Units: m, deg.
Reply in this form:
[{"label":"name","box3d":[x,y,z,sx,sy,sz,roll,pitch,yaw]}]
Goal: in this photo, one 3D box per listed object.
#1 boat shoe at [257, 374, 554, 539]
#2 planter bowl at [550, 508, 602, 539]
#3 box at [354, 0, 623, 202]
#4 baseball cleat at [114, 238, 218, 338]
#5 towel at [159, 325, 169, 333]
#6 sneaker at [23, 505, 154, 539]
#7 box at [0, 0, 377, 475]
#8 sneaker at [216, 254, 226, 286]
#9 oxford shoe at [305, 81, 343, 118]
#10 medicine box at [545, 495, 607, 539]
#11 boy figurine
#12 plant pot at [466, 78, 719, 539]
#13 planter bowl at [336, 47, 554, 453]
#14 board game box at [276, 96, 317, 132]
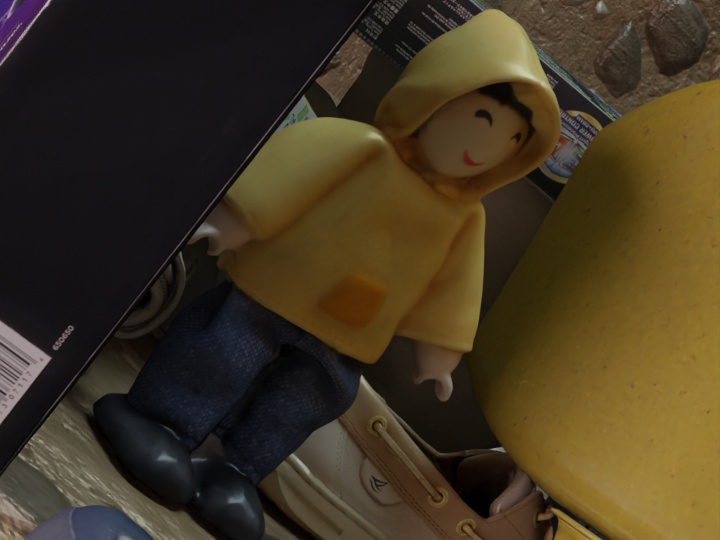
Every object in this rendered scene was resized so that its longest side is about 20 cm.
[{"label":"boat shoe","box3d":[0.044,0.102,0.949,0.200,0.069,0.074,36,7,-32]},{"label":"planter bowl","box3d":[0.124,0.172,0.811,0.200,0.084,0.200,36,-2,2]},{"label":"box","box3d":[0.055,-0.091,1.057,0.200,0.044,0.160,38,9,-12]},{"label":"baseball cleat","box3d":[-0.093,-0.004,0.888,0.107,0.070,0.200,59,4,30]},{"label":"towel","box3d":[-0.019,0.066,1.062,0.200,0.023,0.144,31,11,-50]},{"label":"sneaker","box3d":[0.006,0.113,0.600,0.200,0.082,0.070,40,7,7]},{"label":"box","box3d":[-0.081,-0.053,0.717,0.079,0.200,0.141,37,6,-13]},{"label":"sneaker","box3d":[-0.052,-0.052,1.063,0.074,0.119,0.200,31,0,-34]},{"label":"oxford shoe","box3d":[-0.076,-0.125,0.986,0.200,0.058,0.075,45,24,-8]},{"label":"medicine box","box3d":[0.200,0.123,1.111,0.182,0.200,0.103,39,6,-3]},{"label":"boy figurine","box3d":[0.000,0.000,0.825,0.124,0.200,0.064,39,5,-31]},{"label":"plant pot","box3d":[0.158,0.042,0.904,0.200,0.196,0.194,24,-10,47]},{"label":"planter bowl","box3d":[0.044,0.007,1.112,0.200,0.135,0.200,39,9,-7]},{"label":"board game box","box3d":[-0.104,-0.069,0.951,0.199,0.034,0.135,21,-14,20]}]
